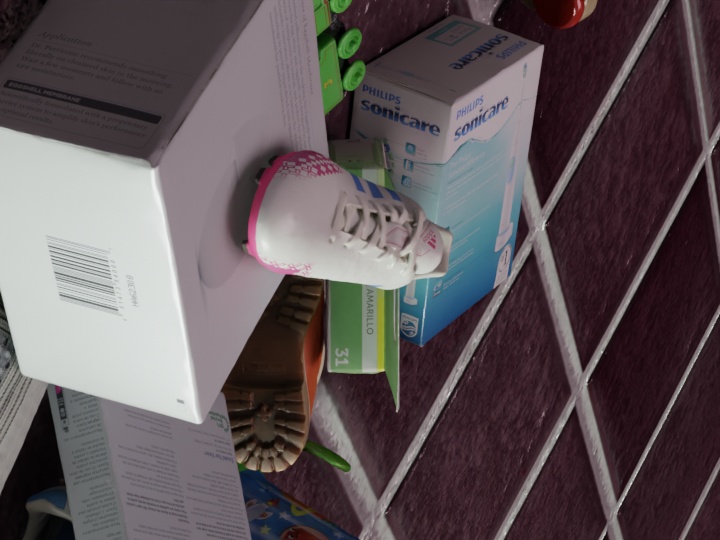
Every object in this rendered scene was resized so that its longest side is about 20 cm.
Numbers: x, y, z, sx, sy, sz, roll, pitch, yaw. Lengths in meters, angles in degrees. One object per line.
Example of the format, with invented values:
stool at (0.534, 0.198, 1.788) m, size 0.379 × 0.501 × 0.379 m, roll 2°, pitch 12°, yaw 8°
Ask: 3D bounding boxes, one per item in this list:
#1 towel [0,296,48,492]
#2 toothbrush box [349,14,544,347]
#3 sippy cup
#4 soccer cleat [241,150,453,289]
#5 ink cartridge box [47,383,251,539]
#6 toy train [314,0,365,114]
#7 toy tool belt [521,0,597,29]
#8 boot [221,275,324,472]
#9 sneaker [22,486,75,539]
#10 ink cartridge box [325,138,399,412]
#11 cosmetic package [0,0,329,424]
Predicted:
towel at (-0.247, 0.099, 1.286) m, size 0.201 × 0.034 × 0.193 m, roll -64°, pitch 156°, yaw -12°
toothbrush box at (0.057, -0.069, 1.739) m, size 0.146 × 0.085 × 0.201 m, roll -36°, pitch 141°, yaw -50°
sippy cup at (-0.062, 0.219, 1.662) m, size 0.140 × 0.130 × 0.179 m, roll -37°, pitch 141°, yaw -50°
soccer cleat at (0.000, -0.026, 1.338) m, size 0.200 × 0.086 × 0.070 m, roll 6°, pitch 97°, yaw -72°
ink cartridge box at (-0.122, 0.161, 1.469) m, size 0.196 × 0.043 × 0.201 m, roll 29°, pitch 47°, yaw -66°
toy train at (-0.034, -0.180, 1.514) m, size 0.056 × 0.042 × 0.200 m, roll -43°, pitch 146°, yaw -26°
toy tool belt at (0.195, -0.294, 1.812) m, size 0.123 × 0.125 × 0.201 m, roll -31°, pitch 137°, yaw -43°
boot at (-0.057, 0.025, 1.611) m, size 0.107 × 0.075 × 0.201 m, roll -62°, pitch 158°, yaw -67°
sneaker at (-0.198, 0.231, 1.437) m, size 0.072 × 0.072 × 0.201 m, roll 19°, pitch 77°, yaw -51°
ink cartridge box at (0.000, 0.000, 1.573) m, size 0.200 × 0.048 × 0.146 m, roll -92°, pitch -178°, yaw -77°
cosmetic package at (-0.112, -0.063, 1.310) m, size 0.200 × 0.122 × 0.200 m, roll 85°, pitch 27°, yaw -45°
